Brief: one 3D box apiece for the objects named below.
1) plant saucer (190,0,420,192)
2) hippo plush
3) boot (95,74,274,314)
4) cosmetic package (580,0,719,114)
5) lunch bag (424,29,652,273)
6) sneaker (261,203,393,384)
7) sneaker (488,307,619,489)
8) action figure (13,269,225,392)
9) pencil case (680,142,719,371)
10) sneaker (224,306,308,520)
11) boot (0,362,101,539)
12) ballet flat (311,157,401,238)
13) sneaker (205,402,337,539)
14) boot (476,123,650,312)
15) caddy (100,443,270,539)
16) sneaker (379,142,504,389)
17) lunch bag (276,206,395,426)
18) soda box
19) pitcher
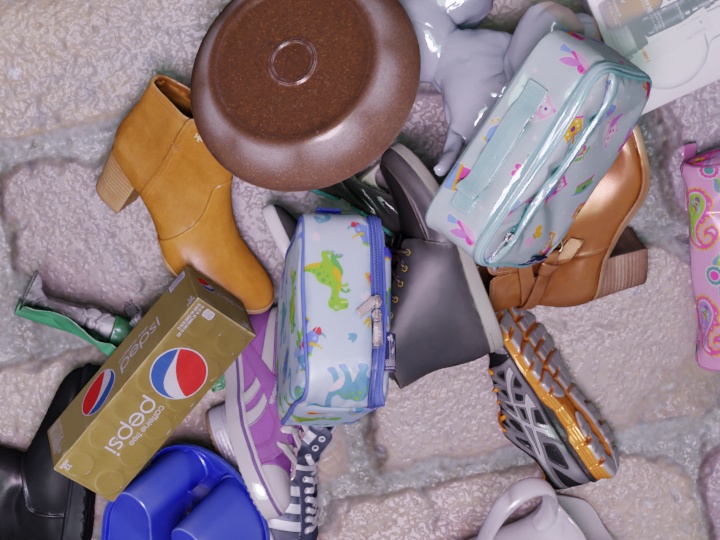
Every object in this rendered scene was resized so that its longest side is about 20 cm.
[{"bbox_3d":[-0.051,-0.164,1.413,0.199,0.037,0.202,-4,72,14],"label":"plant saucer"},{"bbox_3d":[0.091,-0.174,1.482,0.161,0.159,0.200,40,86,22],"label":"hippo plush"},{"bbox_3d":[-0.130,-0.065,1.501,0.201,0.071,0.144,39,128,-2],"label":"boot"},{"bbox_3d":[0.263,-0.254,1.487,0.150,0.052,0.201,-25,102,3],"label":"cosmetic package"},{"bbox_3d":[0.142,-0.090,1.383,0.077,0.160,0.201,37,106,19],"label":"lunch bag"},{"bbox_3d":[0.000,0.000,1.543,0.099,0.071,0.200,-37,105,5],"label":"sneaker"},{"bbox_3d":[0.152,0.116,1.567,0.077,0.078,0.201,-30,95,28],"label":"sneaker"},{"bbox_3d":[-0.207,0.060,1.550,0.199,0.118,0.055,26,91,-14],"label":"action figure"},{"bbox_3d":[0.328,-0.013,1.529,0.087,0.087,0.201,-8,103,2],"label":"pencil case"},{"bbox_3d":[-0.057,0.113,1.510,0.114,0.073,0.201,-14,59,8],"label":"sneaker"},{"bbox_3d":[-0.321,0.172,1.586,0.161,0.073,0.200,9,104,2],"label":"boot"},{"bbox_3d":[-0.004,-0.081,1.527,0.199,0.068,0.069,28,93,-16],"label":"ballet flat"},{"bbox_3d":[-0.053,0.197,1.587,0.108,0.070,0.201,-24,99,8],"label":"sneaker"},{"bbox_3d":[0.168,-0.059,1.510,0.154,0.077,0.201,-11,120,-10],"label":"boot"},{"bbox_3d":[-0.153,0.250,1.562,0.141,0.105,0.201,29,129,25],"label":"caddy"},{"bbox_3d":[0.039,-0.001,1.476,0.106,0.075,0.201,-25,100,-6],"label":"sneaker"},{"bbox_3d":[-0.024,0.040,1.402,0.082,0.200,0.162,0,77,-8],"label":"lunch bag"},{"bbox_3d":[-0.181,0.098,1.489,0.068,0.064,0.200,35,103,-28],"label":"soda box"},{"bbox_3d":[0.122,0.276,1.565,0.200,0.121,0.172,-42,135,7],"label":"pitcher"}]
